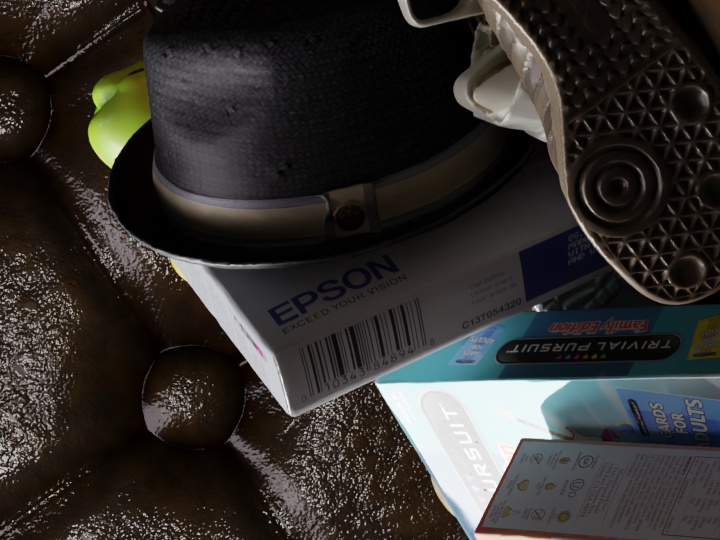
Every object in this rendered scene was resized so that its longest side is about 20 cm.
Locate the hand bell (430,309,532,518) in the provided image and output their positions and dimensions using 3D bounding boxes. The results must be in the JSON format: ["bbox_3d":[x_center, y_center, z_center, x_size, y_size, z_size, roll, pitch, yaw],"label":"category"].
[{"bbox_3d":[0.088,0.061,1.220,0.104,0.104,0.201,52,161,35],"label":"hand bell"}]

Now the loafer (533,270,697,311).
[{"bbox_3d":[0.148,0.048,0.971,0.201,0.075,0.070,56,-169,3],"label":"loafer"}]

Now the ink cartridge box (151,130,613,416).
[{"bbox_3d":[0.012,-0.037,0.934,0.200,0.195,0.044,48,157,49],"label":"ink cartridge box"}]

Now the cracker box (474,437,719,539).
[{"bbox_3d":[0.162,0.134,0.826,0.199,0.058,0.134,1,135,37],"label":"cracker box"}]

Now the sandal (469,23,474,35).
[{"bbox_3d":[0.029,-0.119,1.077,0.203,0.050,0.082,58,175,-24],"label":"sandal"}]

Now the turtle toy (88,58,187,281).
[{"bbox_3d":[-0.050,-0.059,1.097,0.146,0.199,0.102,-34,57,54],"label":"turtle toy"}]

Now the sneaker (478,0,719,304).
[{"bbox_3d":[0.089,-0.085,0.765,0.201,0.070,0.076,61,-168,-18],"label":"sneaker"}]

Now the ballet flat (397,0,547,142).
[{"bbox_3d":[0.055,-0.105,0.829,0.201,0.073,0.073,57,175,-14],"label":"ballet flat"}]

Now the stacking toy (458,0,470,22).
[{"bbox_3d":[-0.021,-0.169,0.964,0.200,0.146,0.146,40,-175,-34],"label":"stacking toy"}]

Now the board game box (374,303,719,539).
[{"bbox_3d":[0.124,0.087,0.890,0.199,0.047,0.151,-4,128,39],"label":"board game box"}]

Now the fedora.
[{"bbox_3d":[-0.022,-0.084,0.892,0.201,0.199,0.092,48,157,54],"label":"fedora"}]

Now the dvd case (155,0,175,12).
[{"bbox_3d":[-0.022,-0.114,1.223,0.199,0.025,0.150,28,-176,-16],"label":"dvd case"}]

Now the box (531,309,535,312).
[{"bbox_3d":[0.149,0.103,1.029,0.200,0.064,0.070,44,154,18],"label":"box"}]
